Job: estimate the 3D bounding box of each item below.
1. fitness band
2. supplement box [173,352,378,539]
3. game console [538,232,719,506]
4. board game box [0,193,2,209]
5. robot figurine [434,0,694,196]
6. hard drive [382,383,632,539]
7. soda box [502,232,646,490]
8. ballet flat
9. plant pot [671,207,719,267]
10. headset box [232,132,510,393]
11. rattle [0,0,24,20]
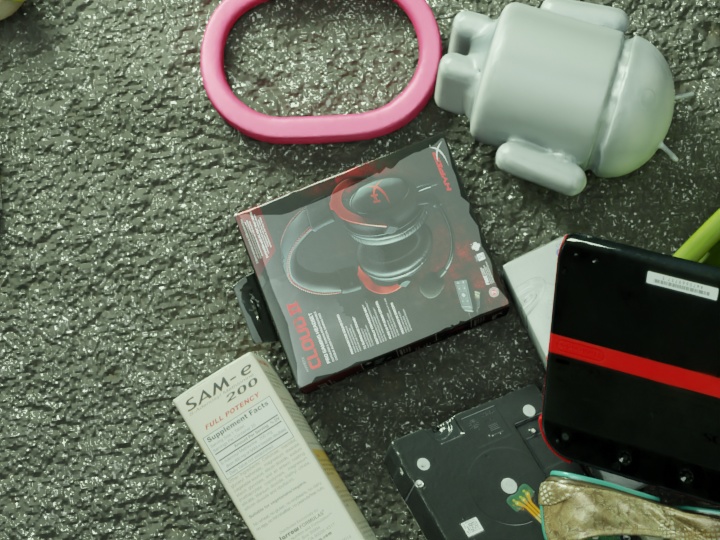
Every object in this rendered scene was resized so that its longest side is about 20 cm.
[{"bbox_3d":[-0.032,-0.176,1.449,0.198,0.037,0.145,-3,83,4],"label":"fitness band"},{"bbox_3d":[-0.055,0.168,1.361,0.073,0.126,0.201,-32,81,0],"label":"supplement box"},{"bbox_3d":[0.226,0.076,1.283,0.199,0.031,0.179,14,110,26],"label":"game console"},{"bbox_3d":[-0.400,-0.099,1.458,0.198,0.035,0.128,-9,83,2],"label":"board game box"},{"bbox_3d":[0.160,-0.141,1.396,0.198,0.113,0.171,17,70,5],"label":"robot figurine"},{"bbox_3d":[0.123,0.196,1.343,0.139,0.038,0.201,-20,64,-25],"label":"hard drive"},{"bbox_3d":[0.179,0.076,1.389,0.063,0.068,0.201,-24,83,0],"label":"soda box"},{"bbox_3d":[0.225,0.198,1.318,0.198,0.071,0.066,11,82,-4],"label":"ballet flat"},{"bbox_3d":[0.345,0.019,1.310,0.199,0.181,0.200,47,127,8],"label":"plant pot"},{"bbox_3d":[0.000,0.000,1.404,0.198,0.075,0.150,-21,82,0],"label":"headset box"},{"bbox_3d":[-0.357,-0.276,1.465,0.198,0.130,0.144,-12,69,28],"label":"rattle"}]
